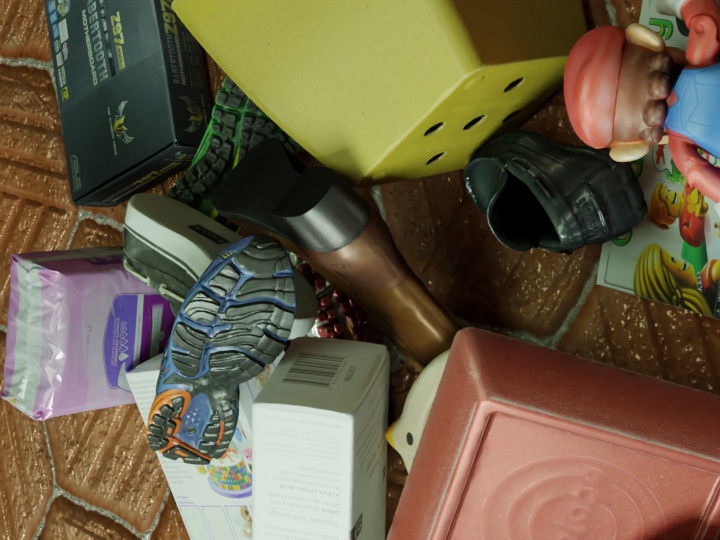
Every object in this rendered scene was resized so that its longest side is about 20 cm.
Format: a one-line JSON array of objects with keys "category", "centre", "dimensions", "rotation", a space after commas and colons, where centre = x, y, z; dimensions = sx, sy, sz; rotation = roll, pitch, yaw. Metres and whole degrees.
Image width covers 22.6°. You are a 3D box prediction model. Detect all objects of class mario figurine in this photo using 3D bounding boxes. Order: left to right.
[{"category": "mario figurine", "centre": [0.210, -0.099, 1.036], "dimensions": [0.199, 0.106, 0.124], "rotation": [17, 65, 35]}]

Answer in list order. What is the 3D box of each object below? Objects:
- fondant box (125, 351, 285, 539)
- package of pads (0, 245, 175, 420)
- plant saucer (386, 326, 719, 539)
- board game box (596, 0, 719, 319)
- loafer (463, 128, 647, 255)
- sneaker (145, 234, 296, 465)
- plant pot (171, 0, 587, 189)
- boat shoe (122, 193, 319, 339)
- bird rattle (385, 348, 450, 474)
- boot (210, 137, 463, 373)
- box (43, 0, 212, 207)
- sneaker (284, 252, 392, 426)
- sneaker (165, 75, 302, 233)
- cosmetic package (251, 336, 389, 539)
[{"category": "fondant box", "centre": [-0.085, 0.153, 1.345], "dimensions": [0.144, 0.058, 0.201], "rotation": [-10, 104, 53]}, {"category": "package of pads", "centre": [-0.186, 0.043, 1.411], "dimensions": [0.075, 0.199, 0.121], "rotation": [19, 107, 41]}, {"category": "plant saucer", "centre": [0.126, 0.146, 1.063], "dimensions": [0.037, 0.199, 0.201], "rotation": [-78, 4, -57]}, {"category": "board game box", "centre": [0.215, -0.075, 1.092], "dimensions": [0.126, 0.034, 0.202], "rotation": [17, 102, 47]}, {"category": "loafer", "centre": [0.107, -0.048, 1.146], "dimensions": [0.068, 0.070, 0.200], "rotation": [65, 165, -15]}, {"category": "sneaker", "centre": [-0.098, 0.042, 1.195], "dimensions": [0.079, 0.075, 0.200], "rotation": [-93, 26, -43]}, {"category": "plant pot", "centre": [0.034, -0.169, 1.191], "dimensions": [0.200, 0.199, 0.177], "rotation": [-43, 71, 38]}, {"category": "boat shoe", "centre": [-0.104, 0.011, 1.300], "dimensions": [0.200, 0.070, 0.064], "rotation": [34, 118, 41]}, {"category": "bird rattle", "centre": [0.094, 0.120, 1.145], "dimensions": [0.163, 0.112, 0.200], "rotation": [49, 129, 16]}, {"category": "boot", "centre": [0.000, 0.000, 1.243], "dimensions": [0.069, 0.200, 0.188], "rotation": [-52, 29, -16]}, {"category": "box", "centre": [-0.199, -0.172, 1.538], "dimensions": [0.157, 0.051, 0.202], "rotation": [-23, 73, 44]}, {"category": "sneaker", "centre": [-0.035, 0.041, 1.335], "dimensions": [0.082, 0.077, 0.202], "rotation": [-10, 82, 48]}, {"category": "sneaker", "centre": [-0.090, -0.099, 1.392], "dimensions": [0.078, 0.085, 0.200], "rotation": [37, 101, -4]}, {"category": "cosmetic package", "centre": [-0.026, 0.156, 1.195], "dimensions": [0.073, 0.102, 0.201], "rotation": [6, 116, 14]}]
